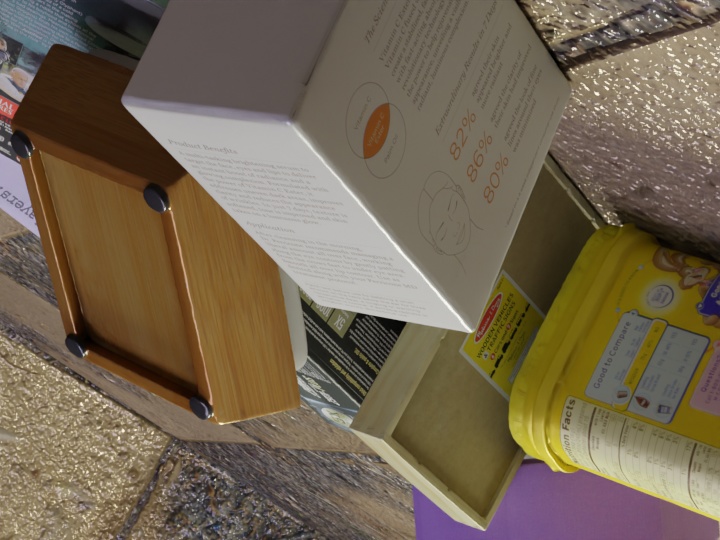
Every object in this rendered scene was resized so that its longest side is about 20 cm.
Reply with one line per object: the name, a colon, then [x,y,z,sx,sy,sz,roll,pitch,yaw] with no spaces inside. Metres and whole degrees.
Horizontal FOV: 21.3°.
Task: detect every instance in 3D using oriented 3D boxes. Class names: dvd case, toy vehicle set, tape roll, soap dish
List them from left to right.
dvd case: [-0.161,-0.113,1.134,0.145,0.022,0.200,29,144,-4]
soap dish: [-0.115,-0.016,1.088,0.157,0.081,0.201,23,136,35]
toy vehicle set: [0.082,0.040,1.143,0.026,0.201,0.124,15,159,43]
tape roll: [0.134,0.150,1.260,0.198,0.066,0.200,-4,177,0]

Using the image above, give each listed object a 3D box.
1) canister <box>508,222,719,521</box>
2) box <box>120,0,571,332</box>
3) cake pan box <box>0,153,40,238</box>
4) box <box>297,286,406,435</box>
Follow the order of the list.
canister: [0.205,0.069,1.097,0.199,0.149,0.087,19,161,35]
box: [0.001,-0.087,0.951,0.106,0.153,0.200,9,155,36]
cake pan box: [-0.216,-0.109,1.322,0.200,0.185,0.052,38,124,-25]
box: [0.000,0.000,1.250,0.086,0.165,0.200,18,162,39]
